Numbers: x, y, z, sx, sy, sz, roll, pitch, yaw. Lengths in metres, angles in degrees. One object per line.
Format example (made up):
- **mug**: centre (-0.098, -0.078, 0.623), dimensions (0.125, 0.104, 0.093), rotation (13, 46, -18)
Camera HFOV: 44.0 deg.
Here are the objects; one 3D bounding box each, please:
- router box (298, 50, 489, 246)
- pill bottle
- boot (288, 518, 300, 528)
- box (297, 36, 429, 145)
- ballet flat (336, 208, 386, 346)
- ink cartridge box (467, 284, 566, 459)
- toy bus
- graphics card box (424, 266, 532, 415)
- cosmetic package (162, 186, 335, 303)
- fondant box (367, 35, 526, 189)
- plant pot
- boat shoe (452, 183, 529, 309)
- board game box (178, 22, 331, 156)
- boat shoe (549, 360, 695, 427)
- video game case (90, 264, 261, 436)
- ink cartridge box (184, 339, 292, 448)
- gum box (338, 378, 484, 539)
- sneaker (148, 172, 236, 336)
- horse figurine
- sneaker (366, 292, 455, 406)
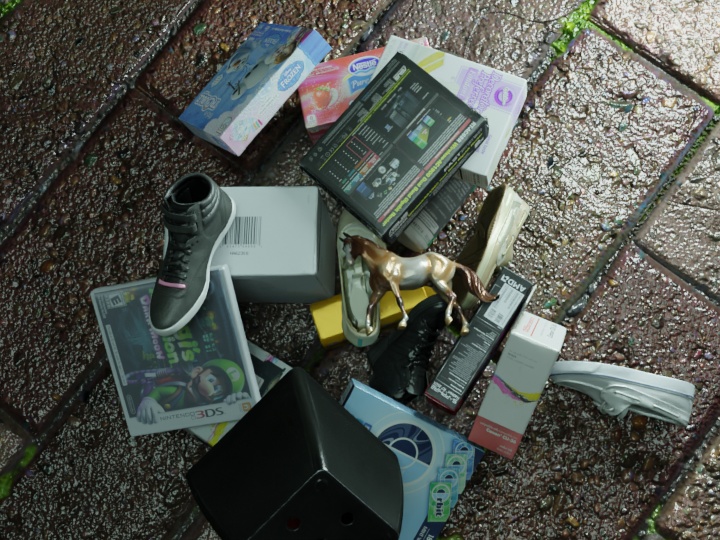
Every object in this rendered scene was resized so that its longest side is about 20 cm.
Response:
- **router box**: centre (0.044, -0.155, 1.133), dimensions (0.150, 0.062, 0.200), rotation (42, 89, 16)
- **pill bottle**: centre (0.106, -0.135, 1.265), dimensions (0.113, 0.113, 0.200), rotation (38, 85, 11)
- **boot**: centre (-0.075, 0.299, 1.219), dimensions (0.144, 0.072, 0.201), rotation (-28, 74, -2)
- **box**: centre (0.014, -0.255, 1.304), dimensions (0.199, 0.103, 0.095), rotation (-14, 77, 3)
- **ballet flat**: centre (0.000, 0.000, 1.188), dimensions (0.069, 0.069, 0.201), rotation (-5, 81, 4)
- **ink cartridge box**: centre (0.213, 0.129, 1.166), dimensions (0.067, 0.116, 0.201), rotation (22, 107, 11)
- **toy bus**: centre (0.034, 0.048, 1.253), dimensions (0.199, 0.078, 0.065), rotation (-19, 78, 1)
- **graphics card box**: centre (0.160, 0.100, 1.208), dimensions (0.051, 0.125, 0.201), rotation (31, 83, 13)
- **cosmetic package**: centre (-0.143, -0.030, 1.222), dimensions (0.198, 0.200, 0.124), rotation (0, 76, 5)
- **fondant box**: centre (0.105, -0.214, 1.198), dimensions (0.199, 0.058, 0.145), rotation (22, 81, 13)
- **plant pot**: centre (-0.064, 0.271, 1.042), dimensions (0.199, 0.177, 0.200), rotation (-44, 110, 1)
- **boat shoe**: centre (0.185, -0.025, 1.247), dimensions (0.065, 0.072, 0.201), rotation (34, 64, -19)
- **board game box**: centre (-0.158, -0.267, 1.285), dimensions (0.043, 0.200, 0.199), rotation (42, 84, -32)
- **boat shoe**: centre (0.350, 0.167, 1.205), dimensions (0.199, 0.074, 0.066), rotation (10, 76, 8)
- **video game case**: centre (-0.232, 0.104, 1.133), dimensions (0.181, 0.023, 0.201), rotation (-10, 102, 9)
- **ink cartridge box**: centre (-0.159, 0.179, 1.208), dimensions (0.199, 0.083, 0.146), rotation (28, 71, 25)
- **gum box**: centre (0.036, 0.264, 1.181), dimensions (0.199, 0.045, 0.171), rotation (28, 94, -9)
- **sneaker**: centre (-0.215, -0.028, 1.057), dimensions (0.070, 0.099, 0.201), rotation (12, 67, 19)
- **horse figurine**: centre (0.074, 0.018, 1.148), dimensions (0.199, 0.050, 0.133), rotation (0, 59, -14)
- **sneaker**: centre (0.072, 0.126, 1.213), dimensions (0.200, 0.060, 0.105), rotation (-43, 50, 30)
